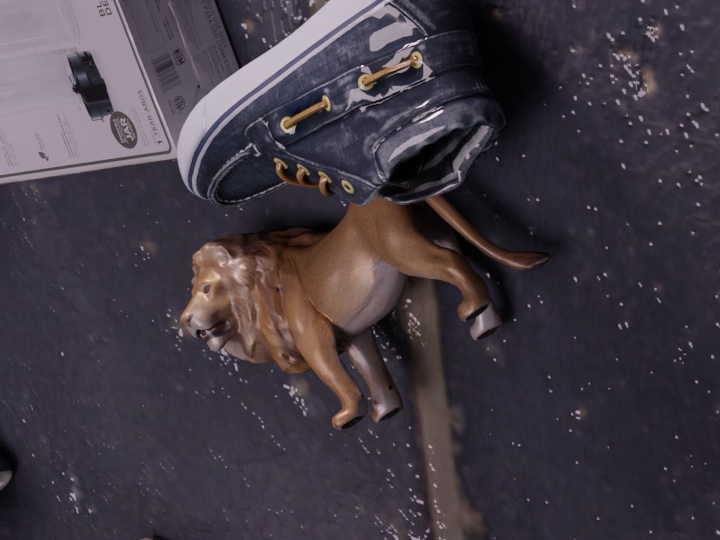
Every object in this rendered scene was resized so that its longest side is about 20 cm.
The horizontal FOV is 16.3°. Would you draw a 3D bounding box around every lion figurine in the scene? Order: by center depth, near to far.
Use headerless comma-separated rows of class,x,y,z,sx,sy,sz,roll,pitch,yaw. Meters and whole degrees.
lion figurine,0.000,0.000,1.230,0.200,0.072,0.123,-39,73,35

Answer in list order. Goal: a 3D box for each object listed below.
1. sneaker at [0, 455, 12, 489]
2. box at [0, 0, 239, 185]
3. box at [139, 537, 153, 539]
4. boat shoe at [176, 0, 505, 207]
sneaker,-0.289,0.173,1.519,0.071,0.200,0.073,31,160,18
box,-0.158,-0.111,1.308,0.200,0.060,0.117,-7,110,46
box,-0.078,0.252,1.422,0.200,0.109,0.128,16,125,37
boat shoe,-0.014,-0.059,1.170,0.200,0.071,0.091,-38,63,45
